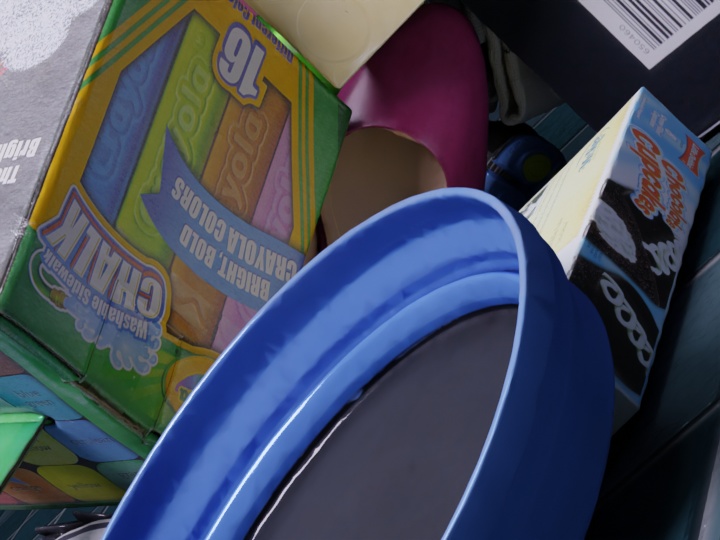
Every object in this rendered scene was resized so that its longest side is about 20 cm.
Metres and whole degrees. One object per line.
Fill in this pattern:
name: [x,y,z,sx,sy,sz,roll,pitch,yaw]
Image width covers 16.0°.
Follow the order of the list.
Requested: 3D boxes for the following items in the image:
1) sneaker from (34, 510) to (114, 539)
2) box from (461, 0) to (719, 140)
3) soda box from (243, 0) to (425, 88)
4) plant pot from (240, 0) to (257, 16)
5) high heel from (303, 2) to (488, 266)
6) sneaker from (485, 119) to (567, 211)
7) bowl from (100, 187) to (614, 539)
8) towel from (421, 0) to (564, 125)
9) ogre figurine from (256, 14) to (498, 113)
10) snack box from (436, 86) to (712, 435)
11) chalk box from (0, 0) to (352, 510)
sneaker: [-0.086,0.118,0.895,0.200,0.078,0.080,-42,14,48]
box: [0.147,-0.156,0.924,0.148,0.107,0.200,-39,11,49]
soda box: [0.038,-0.158,0.862,0.200,0.068,0.064,-44,9,23]
plant pot: [-0.107,-0.049,1.101,0.178,0.201,0.200,-24,-1,-19]
high heel: [0.000,0.000,0.885,0.096,0.067,0.201,38,-112,-86]
sneaker: [0.031,-0.042,1.088,0.071,0.083,0.200,-46,9,-4]
bowl: [-0.011,0.072,0.650,0.201,0.039,0.201,-46,22,24]
towel: [0.074,-0.164,0.993,0.034,0.194,0.200,3,17,36]
ogre figurine: [-0.016,-0.114,0.994,0.199,0.121,0.098,0,-15,-44]
snack box: [0.047,0.024,0.779,0.116,0.037,0.200,-45,6,25]
chalk box: [-0.106,0.003,0.854,0.124,0.124,0.201,-5,57,39]
